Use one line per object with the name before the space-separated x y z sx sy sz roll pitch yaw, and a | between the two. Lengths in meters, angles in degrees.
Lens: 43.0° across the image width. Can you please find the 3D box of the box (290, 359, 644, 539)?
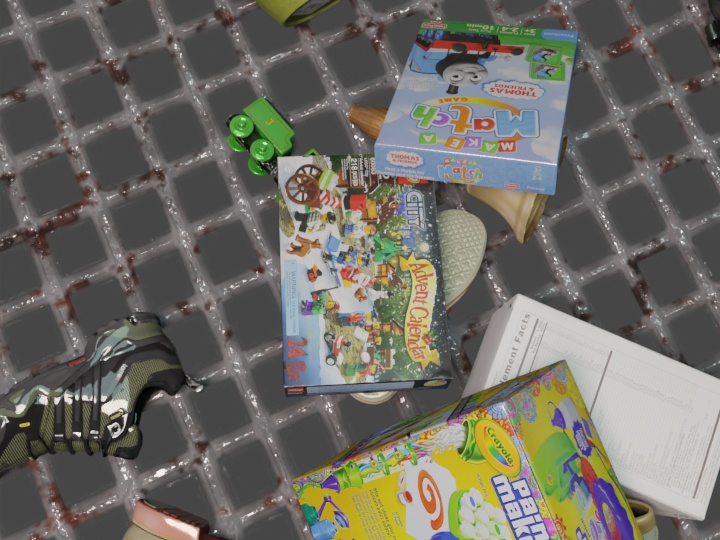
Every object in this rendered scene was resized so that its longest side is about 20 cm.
box | 0.087 0.200 0.654 0.191 0.121 0.202 -26 84 33

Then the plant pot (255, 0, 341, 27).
plant pot | -0.081 -0.337 0.840 0.186 0.187 0.202 -30 95 -10

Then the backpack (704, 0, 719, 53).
backpack | 0.440 -0.307 0.871 0.188 0.154 0.203 13 73 -11

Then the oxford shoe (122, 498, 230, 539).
oxford shoe | -0.107 0.260 0.747 0.198 0.071 0.075 23 81 12

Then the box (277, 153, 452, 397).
box | 0.000 0.000 0.766 0.134 0.038 0.203 -3 70 -2

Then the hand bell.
hand bell | 0.078 -0.109 0.842 0.198 0.104 0.105 23 76 15

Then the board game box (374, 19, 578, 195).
board game box | 0.107 -0.150 0.802 0.149 0.037 0.202 8 47 12

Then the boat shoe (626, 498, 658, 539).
boat shoe | 0.139 0.200 0.745 0.197 0.077 0.072 -1 35 10

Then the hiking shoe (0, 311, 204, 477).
hiking shoe | -0.231 0.125 0.761 0.199 0.076 0.101 -38 79 -12

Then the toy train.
toy train | -0.047 -0.075 0.839 0.056 0.042 0.200 -38 82 -22

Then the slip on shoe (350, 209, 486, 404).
slip on shoe | 0.047 0.031 0.809 0.073 0.061 0.201 28 72 10

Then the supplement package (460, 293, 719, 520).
supplement package | 0.193 0.116 0.771 0.198 0.110 0.115 24 78 2
